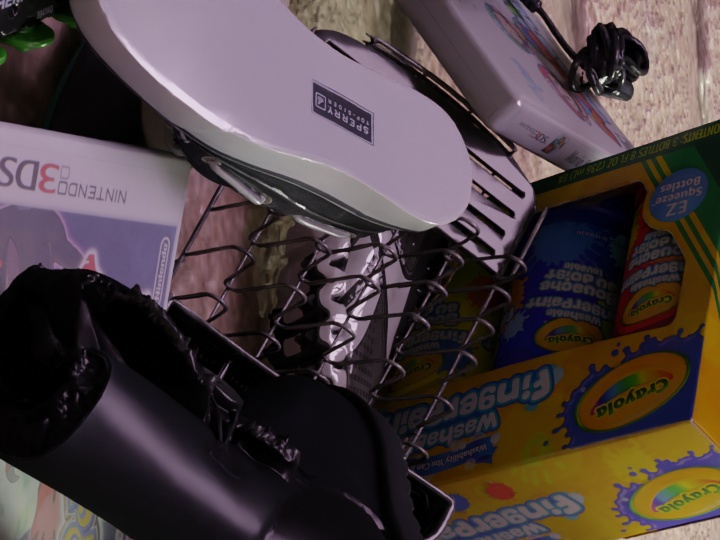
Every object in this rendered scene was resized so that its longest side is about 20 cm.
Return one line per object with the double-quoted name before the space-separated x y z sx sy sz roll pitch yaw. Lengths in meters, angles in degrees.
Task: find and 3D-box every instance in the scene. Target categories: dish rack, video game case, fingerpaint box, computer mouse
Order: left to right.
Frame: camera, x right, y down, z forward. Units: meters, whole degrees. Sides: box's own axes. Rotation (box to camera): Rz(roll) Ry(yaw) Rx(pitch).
"video game case" -0.126 0.049 0.931 0.182 0.023 0.200 7 94 -64
"dish rack" 0.000 0.000 1.107 0.153 0.055 0.200 37 65 -20
"video game case" 0.050 -0.127 1.240 0.200 0.024 0.182 57 15 23
"computer mouse" 0.074 -0.166 1.278 0.200 0.044 0.110 53 15 10
"fingerpaint box" 0.092 0.038 1.174 0.073 0.200 0.167 42 46 -34

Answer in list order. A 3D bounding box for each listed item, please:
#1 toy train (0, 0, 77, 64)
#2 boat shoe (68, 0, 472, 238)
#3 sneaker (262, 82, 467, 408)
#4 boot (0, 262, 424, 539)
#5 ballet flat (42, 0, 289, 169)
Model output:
"toy train" -0.106 -0.119 0.975 0.200 0.056 0.042 -32 139 -54
"boat shoe" -0.044 -0.062 0.987 0.200 0.068 0.072 26 57 -44
"sneaker" 0.008 -0.002 1.176 0.090 0.066 0.200 4 79 -22
"boot" -0.061 0.052 0.921 0.168 0.076 0.200 41 8 -23
"ballet flat" -0.069 -0.090 1.058 0.200 0.073 0.073 -68 145 -41
